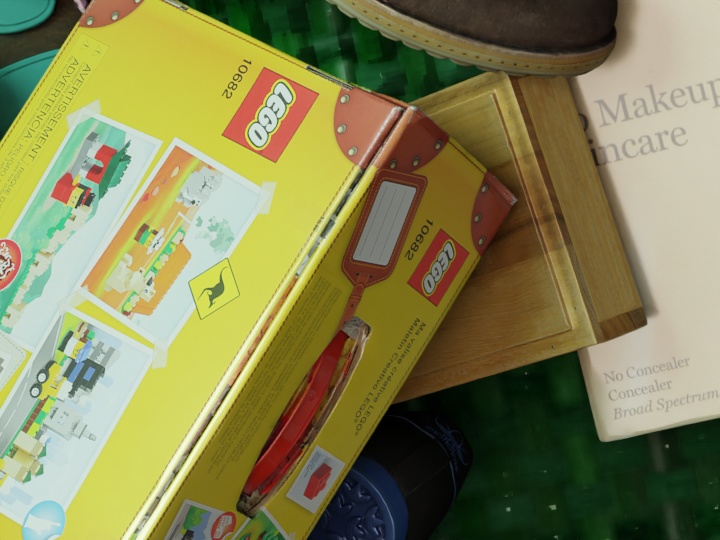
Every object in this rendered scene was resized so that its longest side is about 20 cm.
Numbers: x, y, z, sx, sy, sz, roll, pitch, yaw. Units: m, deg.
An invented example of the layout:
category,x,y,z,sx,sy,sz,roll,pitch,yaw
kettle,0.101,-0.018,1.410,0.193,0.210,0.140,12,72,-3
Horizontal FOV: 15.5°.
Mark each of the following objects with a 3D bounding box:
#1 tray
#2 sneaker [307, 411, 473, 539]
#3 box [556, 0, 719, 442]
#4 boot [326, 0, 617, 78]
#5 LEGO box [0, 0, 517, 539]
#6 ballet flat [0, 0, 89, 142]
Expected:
category,x,y,z,sx,sy,sz,roll,pitch,yaw
tray,0.000,0.000,0.954,0.200,0.037,0.099,-19,89,39
sneaker,-0.040,0.112,1.007,0.200,0.078,0.070,-29,90,36
box,0.109,-0.049,0.945,0.095,0.078,0.200,-15,93,16
boot,0.025,-0.165,0.840,0.200,0.072,0.166,29,122,-6
LEGO box,-0.068,0.019,0.880,0.149,0.077,0.200,29,84,38
ballet flat,-0.130,-0.078,1.003,0.069,0.071,0.200,-19,82,-19
